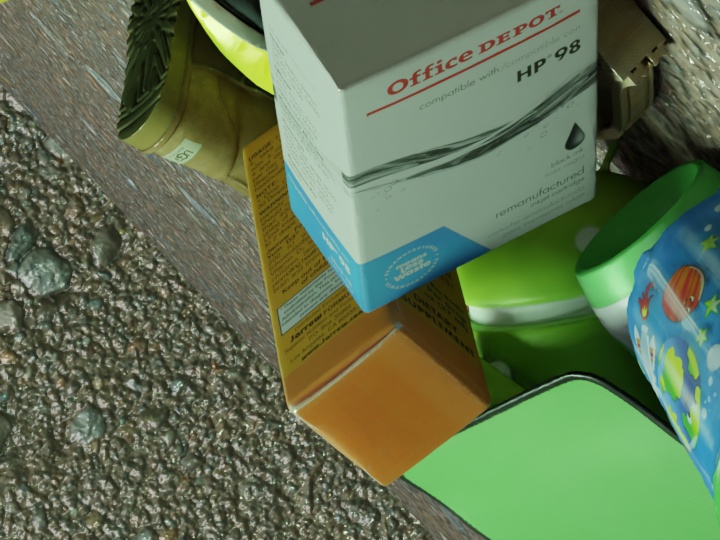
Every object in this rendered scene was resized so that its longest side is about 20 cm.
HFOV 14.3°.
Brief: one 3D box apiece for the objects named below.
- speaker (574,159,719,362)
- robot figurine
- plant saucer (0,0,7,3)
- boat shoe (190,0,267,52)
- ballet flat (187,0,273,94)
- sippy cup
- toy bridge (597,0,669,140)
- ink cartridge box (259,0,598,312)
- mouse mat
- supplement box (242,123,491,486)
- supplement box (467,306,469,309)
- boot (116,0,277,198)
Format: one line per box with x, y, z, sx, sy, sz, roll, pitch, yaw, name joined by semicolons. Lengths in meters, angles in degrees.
0.183;0.050;1.226;0.200;0.088;0.088;48;172;-10;speaker
0.109;0.045;1.313;0.115;0.175;0.201;-1;104;52;robot figurine
-0.121;-0.220;1.145;0.048;0.201;0.200;19;168;15;plant saucer
-0.028;-0.126;1.233;0.199;0.066;0.075;33;-168;-39;boat shoe
-0.067;-0.167;1.543;0.200;0.067;0.067;49;158;-13;ballet flat
0.171;0.036;1.102;0.139;0.178;0.130;18;-157;-36;sippy cup
0.090;-0.087;1.235;0.067;0.027;0.200;47;171;-11;toy bridge
0.028;-0.081;1.119;0.067;0.115;0.200;56;166;29;ink cartridge box
0.125;0.116;1.242;0.200;0.008;0.161;37;147;-17;mouse mat
0.000;0.000;1.268;0.066;0.069;0.200;40;-160;-31;supplement box
0.015;-0.031;1.484;0.069;0.067;0.200;27;-166;-15;supplement box
-0.039;-0.096;1.633;0.199;0.176;0.066;27;148;-29;boot
